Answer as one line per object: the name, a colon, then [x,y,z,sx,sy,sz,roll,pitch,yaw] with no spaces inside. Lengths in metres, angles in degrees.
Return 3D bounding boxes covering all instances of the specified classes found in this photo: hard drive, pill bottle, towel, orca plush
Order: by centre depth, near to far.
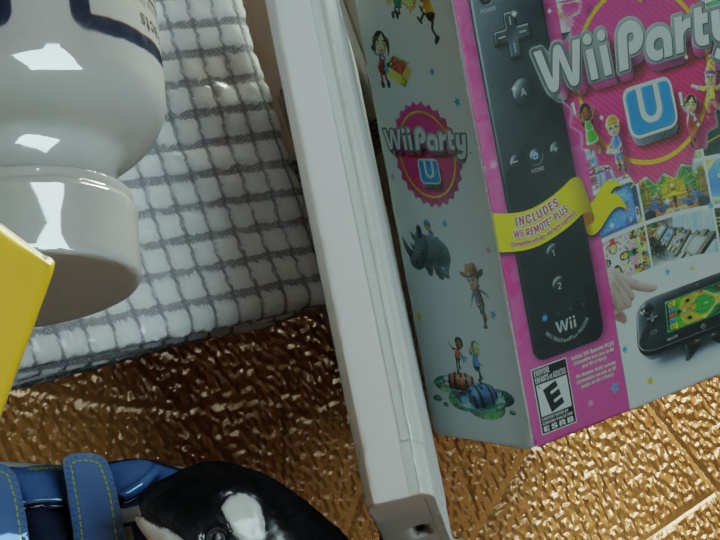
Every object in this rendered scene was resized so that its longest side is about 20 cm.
pill bottle: [-0.122,-0.087,0.829,0.110,0.111,0.202,8,67,-41]
orca plush: [0.015,0.132,0.861,0.200,0.071,0.105,50,8,8]
hard drive: [0.000,0.000,0.938,0.132,0.026,0.202,71,8,-73]
towel: [-0.122,-0.039,0.945,0.199,0.085,0.167,-13,81,-43]

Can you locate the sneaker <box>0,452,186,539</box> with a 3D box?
sneaker: [-0.111,0.098,0.900,0.199,0.082,0.075,3,74,-42]

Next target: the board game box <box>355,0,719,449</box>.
board game box: [0.085,-0.050,0.977,0.147,0.064,0.202,-19,102,-33]

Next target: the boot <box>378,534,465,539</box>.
boot: [0.061,0.217,0.986,0.174,0.066,0.202,14,72,-8]

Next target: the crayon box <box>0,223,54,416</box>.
crayon box: [-0.190,0.079,0.748,0.058,0.199,0.174,35,53,-28]

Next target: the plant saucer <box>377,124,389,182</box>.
plant saucer: [0.090,-0.051,1.065,0.199,0.031,0.202,18,62,-39]

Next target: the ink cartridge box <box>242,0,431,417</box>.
ink cartridge box: [0.041,-0.048,1.099,0.146,0.083,0.201,-17,86,-45]
